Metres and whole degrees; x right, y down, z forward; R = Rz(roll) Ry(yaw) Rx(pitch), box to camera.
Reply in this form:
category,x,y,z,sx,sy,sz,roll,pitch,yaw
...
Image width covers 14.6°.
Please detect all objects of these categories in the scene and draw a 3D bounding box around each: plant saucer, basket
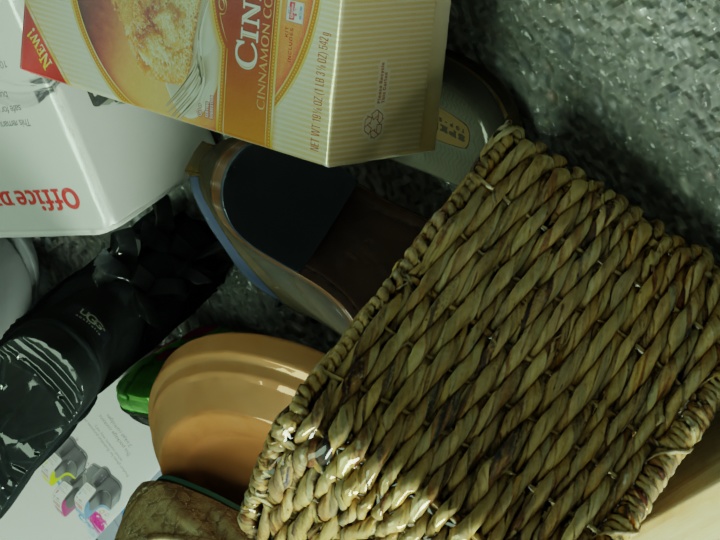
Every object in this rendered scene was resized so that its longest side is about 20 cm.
category,x,y,z,sx,sy,sz,roll,pitch,yaw
plant saucer,-0.023,0.114,1.384,0.200,0.038,0.201,23,144,18
basket,0.061,0.068,1.205,0.149,0.200,0.143,33,150,7

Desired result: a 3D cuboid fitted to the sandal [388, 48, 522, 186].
category,x,y,z,sx,sy,sz,roll,pitch,yaw
sandal,-0.014,-0.079,1.301,0.200,0.055,0.082,27,136,33

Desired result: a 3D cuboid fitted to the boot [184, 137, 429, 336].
category,x,y,z,sx,sy,sz,roll,pitch,yaw
boot,0.000,0.000,1.337,0.200,0.075,0.097,43,173,-22

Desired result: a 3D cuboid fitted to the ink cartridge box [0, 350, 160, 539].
category,x,y,z,sx,sy,sz,roll,pitch,yaw
ink cartridge box,-0.193,0.127,1.547,0.115,0.200,0.068,-12,120,53

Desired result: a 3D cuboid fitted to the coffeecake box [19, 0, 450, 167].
category,x,y,z,sx,sy,sz,roll,pitch,yaw
coffeecake box,-0.055,-0.145,1.239,0.200,0.073,0.154,19,110,40

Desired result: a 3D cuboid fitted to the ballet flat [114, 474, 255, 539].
category,x,y,z,sx,sy,sz,roll,pitch,yaw
ballet flat,-0.037,0.158,1.357,0.199,0.065,0.071,14,143,30

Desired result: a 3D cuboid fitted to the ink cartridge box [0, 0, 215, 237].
category,x,y,z,sx,sy,sz,roll,pitch,yaw
ink cartridge box,-0.176,-0.124,1.427,0.145,0.084,0.201,0,118,50

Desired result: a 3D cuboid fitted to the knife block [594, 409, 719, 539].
category,x,y,z,sx,sy,sz,roll,pitch,yaw
knife block,0.144,0.114,1.169,0.200,0.176,0.064,-12,116,52

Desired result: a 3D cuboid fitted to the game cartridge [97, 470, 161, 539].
category,x,y,z,sx,sy,sz,roll,pitch,yaw
game cartridge,-0.080,0.159,1.592,0.200,0.040,0.134,-20,99,54

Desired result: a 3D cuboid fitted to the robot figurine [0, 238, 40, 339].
category,x,y,z,sx,sy,sz,roll,pitch,yaw
robot figurine,-0.243,0.024,1.553,0.112,0.200,0.170,9,124,5

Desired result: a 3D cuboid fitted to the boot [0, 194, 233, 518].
category,x,y,z,sx,sy,sz,roll,pitch,yaw
boot,-0.161,0.052,1.456,0.073,0.162,0.198,46,126,-3

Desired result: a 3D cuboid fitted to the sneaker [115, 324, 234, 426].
category,x,y,z,sx,sy,sz,roll,pitch,yaw
sneaker,-0.055,0.086,1.469,0.200,0.077,0.084,17,133,45
